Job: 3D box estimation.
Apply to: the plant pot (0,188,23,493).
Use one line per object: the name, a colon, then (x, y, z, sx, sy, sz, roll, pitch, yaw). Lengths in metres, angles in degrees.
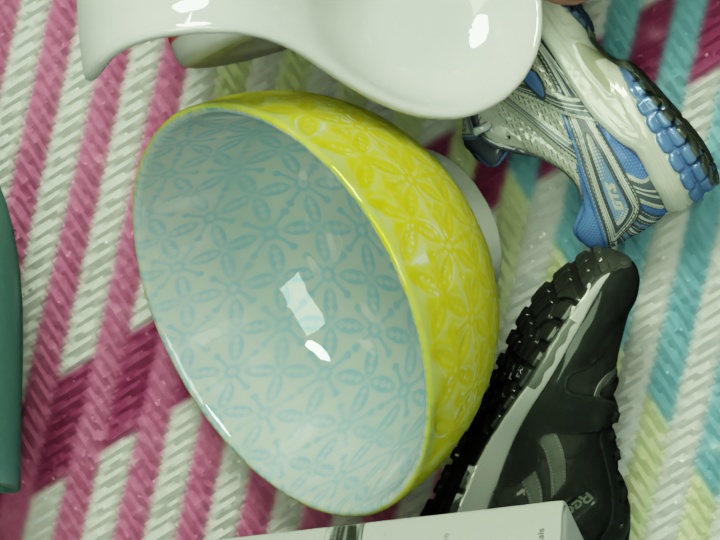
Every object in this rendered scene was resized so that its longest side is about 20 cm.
plant pot: (-0.246, 0.010, 1.152, 0.200, 0.201, 0.161, 5, 82, 8)

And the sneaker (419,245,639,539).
sneaker: (0.094, 0.087, 1.169, 0.087, 0.076, 0.200, 24, 105, -8)

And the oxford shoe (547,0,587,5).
oxford shoe: (0.134, -0.205, 1.114, 0.071, 0.074, 0.200, 35, 75, -3)

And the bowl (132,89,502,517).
bowl: (0.000, 0.000, 1.143, 0.108, 0.200, 0.200, -27, 87, -35)

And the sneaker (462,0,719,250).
sneaker: (0.071, -0.091, 1.160, 0.085, 0.077, 0.200, -41, 86, 11)

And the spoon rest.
spoon rest: (-0.016, -0.109, 1.065, 0.200, 0.061, 0.099, -5, 83, -15)

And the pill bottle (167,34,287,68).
pill bottle: (-0.060, -0.203, 1.154, 0.114, 0.114, 0.200, -18, 90, 8)

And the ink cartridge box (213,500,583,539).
ink cartridge box: (0.013, 0.183, 1.118, 0.200, 0.146, 0.084, -9, 49, 18)
